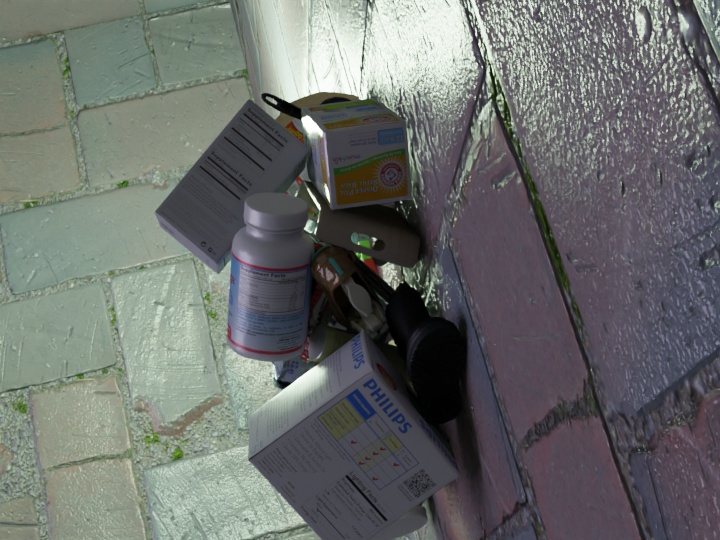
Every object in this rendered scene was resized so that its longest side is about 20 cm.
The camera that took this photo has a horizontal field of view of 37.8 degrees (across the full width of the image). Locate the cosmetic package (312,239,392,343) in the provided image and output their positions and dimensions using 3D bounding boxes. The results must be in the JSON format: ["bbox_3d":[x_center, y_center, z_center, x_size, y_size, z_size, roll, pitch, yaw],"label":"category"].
[{"bbox_3d":[-0.032,0.040,1.557,0.199,0.083,0.051,40,176,0],"label":"cosmetic package"}]

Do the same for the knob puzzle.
[{"bbox_3d":[-0.069,-0.189,1.611,0.030,0.218,0.222,37,-151,-51],"label":"knob puzzle"}]

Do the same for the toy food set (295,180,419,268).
[{"bbox_3d":[-0.010,-0.060,1.438,0.200,0.142,0.061,-125,54,-69],"label":"toy food set"}]

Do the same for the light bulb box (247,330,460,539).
[{"bbox_3d":[-0.010,0.225,1.366,0.199,0.199,0.125,51,-170,-20],"label":"light bulb box"}]

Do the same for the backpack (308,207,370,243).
[{"bbox_3d":[-0.057,-0.105,1.718,0.200,0.149,0.180,71,179,-86],"label":"backpack"}]

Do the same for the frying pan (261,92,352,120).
[{"bbox_3d":[-0.046,-0.221,1.509,0.031,0.115,0.190,-4,135,52],"label":"frying pan"}]

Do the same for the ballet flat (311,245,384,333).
[{"bbox_3d":[-0.004,0.041,1.387,0.072,0.068,0.201,44,169,35],"label":"ballet flat"}]

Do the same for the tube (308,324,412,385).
[{"bbox_3d":[0.024,0.123,1.445,0.052,0.198,0.059,-20,59,56],"label":"tube"}]

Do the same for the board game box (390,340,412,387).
[{"bbox_3d":[0.075,0.193,1.628,0.200,0.046,0.154,-173,70,-82],"label":"board game box"}]

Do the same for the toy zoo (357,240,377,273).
[{"bbox_3d":[0.021,0.044,1.878,0.131,0.020,0.203,110,146,-76],"label":"toy zoo"}]

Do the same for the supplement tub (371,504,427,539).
[{"bbox_3d":[0.033,0.361,1.855,0.146,0.143,0.202,91,164,-61],"label":"supplement tub"}]

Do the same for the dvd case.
[{"bbox_3d":[0.000,0.000,1.536,0.200,0.022,0.146,43,178,-9],"label":"dvd case"}]

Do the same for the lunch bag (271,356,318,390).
[{"bbox_3d":[-0.053,0.133,1.671,0.200,0.167,0.129,134,139,-74],"label":"lunch bag"}]

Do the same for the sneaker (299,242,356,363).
[{"bbox_3d":[-0.052,0.048,1.455,0.078,0.081,0.202,51,138,37],"label":"sneaker"}]

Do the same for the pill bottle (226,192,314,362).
[{"bbox_3d":[-0.116,0.008,1.365,0.109,0.107,0.203,-119,32,-64],"label":"pill bottle"}]

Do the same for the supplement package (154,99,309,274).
[{"bbox_3d":[-0.173,-0.112,1.436,0.109,0.201,0.114,38,169,-1],"label":"supplement package"}]

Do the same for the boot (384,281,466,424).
[{"bbox_3d":[0.078,0.083,1.341,0.200,0.072,0.164,80,173,-48],"label":"boot"}]

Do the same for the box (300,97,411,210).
[{"bbox_3d":[-0.008,-0.158,1.395,0.200,0.111,0.103,-122,25,-70],"label":"box"}]
